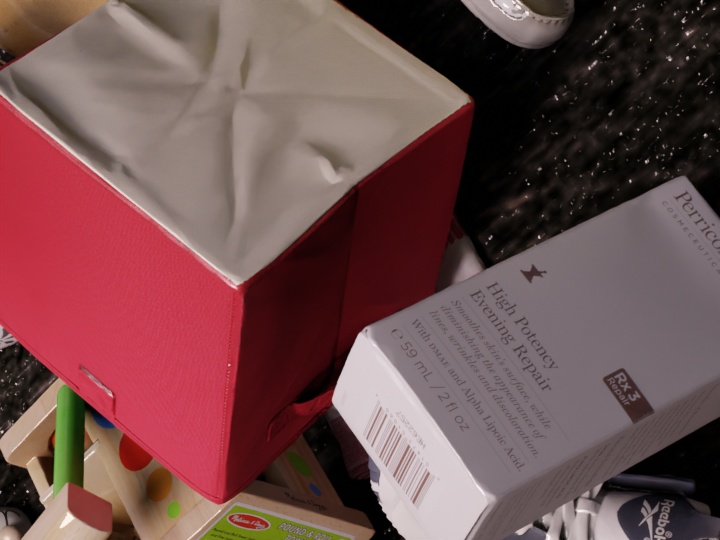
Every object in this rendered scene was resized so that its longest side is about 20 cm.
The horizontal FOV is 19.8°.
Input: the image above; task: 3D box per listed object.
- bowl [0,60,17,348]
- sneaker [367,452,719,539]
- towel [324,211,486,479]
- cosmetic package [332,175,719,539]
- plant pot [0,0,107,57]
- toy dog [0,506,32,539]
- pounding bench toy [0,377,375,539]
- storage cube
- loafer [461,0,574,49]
[{"bbox_3d":[-0.206,-0.036,1.236,0.201,0.094,0.202,-174,90,-82],"label":"bowl"},{"bbox_3d":[0.103,0.114,0.987,0.129,0.080,0.199,-14,128,40],"label":"sneaker"},{"bbox_3d":[0.000,0.000,1.143,0.144,0.023,0.201,-38,74,36],"label":"towel"},{"bbox_3d":[0.097,0.043,0.948,0.102,0.199,0.074,53,150,19],"label":"cosmetic package"},{"bbox_3d":[-0.185,-0.226,1.249,0.199,0.027,0.201,9,105,38],"label":"plant pot"},{"bbox_3d":[-0.218,0.255,1.314,0.201,0.132,0.096,63,151,0],"label":"toy dog"},{"bbox_3d":[-0.122,0.104,1.115,0.124,0.200,0.156,-44,55,17],"label":"pounding bench toy"},{"bbox_3d":[-0.072,-0.030,1.024,0.200,0.171,0.180,38,147,20],"label":"storage cube"},{"bbox_3d":[0.058,-0.207,1.025,0.070,0.070,0.201,-36,75,46],"label":"loafer"}]
